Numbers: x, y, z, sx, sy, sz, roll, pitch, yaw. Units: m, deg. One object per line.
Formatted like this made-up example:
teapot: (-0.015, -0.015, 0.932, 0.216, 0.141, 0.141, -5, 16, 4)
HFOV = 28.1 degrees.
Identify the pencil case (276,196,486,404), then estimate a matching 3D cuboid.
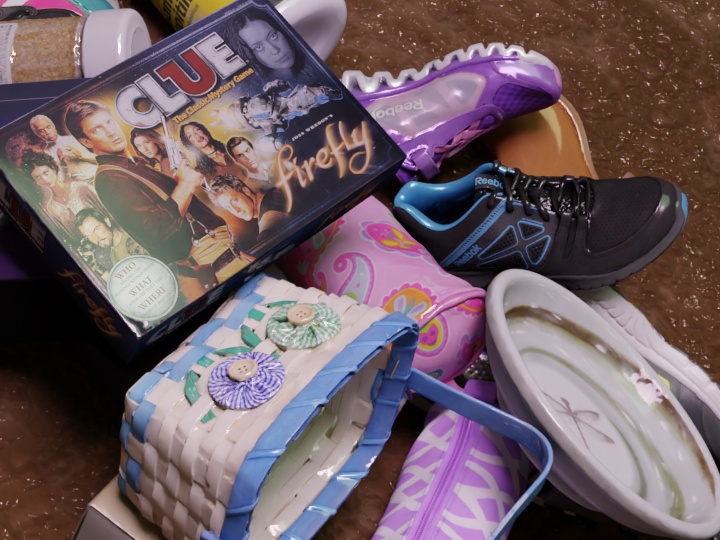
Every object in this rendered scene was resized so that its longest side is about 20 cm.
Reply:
pencil case: (0.000, 0.000, 0.933, 0.087, 0.088, 0.200, -19, 45, -34)

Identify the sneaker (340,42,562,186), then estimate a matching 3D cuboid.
sneaker: (0.052, -0.106, 1.062, 0.199, 0.081, 0.089, -10, 65, 11)

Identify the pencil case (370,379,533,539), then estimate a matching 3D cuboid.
pencil case: (0.043, 0.163, 0.870, 0.084, 0.086, 0.200, 3, 40, 24)

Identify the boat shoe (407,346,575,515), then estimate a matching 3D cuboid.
boat shoe: (0.098, 0.088, 0.970, 0.200, 0.060, 0.072, 38, 47, 7)

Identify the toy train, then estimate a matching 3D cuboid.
toy train: (0.186, 0.155, 0.939, 0.199, 0.034, 0.046, 22, 43, -32)

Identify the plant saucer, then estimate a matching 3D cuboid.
plant saucer: (0.137, 0.090, 0.873, 0.200, 0.050, 0.200, 37, 24, -19)

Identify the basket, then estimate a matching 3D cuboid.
basket: (-0.019, 0.104, 0.757, 0.200, 0.139, 0.176, 31, 46, 13)

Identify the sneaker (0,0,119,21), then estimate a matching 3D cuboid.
sneaker: (-0.260, -0.158, 0.995, 0.199, 0.084, 0.121, 5, 43, -22)

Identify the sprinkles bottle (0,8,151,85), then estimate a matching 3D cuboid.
sprinkles bottle: (-0.235, -0.126, 0.917, 0.199, 0.068, 0.068, -3, 50, 9)

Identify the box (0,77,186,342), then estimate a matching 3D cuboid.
box: (-0.197, -0.035, 0.853, 0.199, 0.079, 0.142, -3, 57, 14)

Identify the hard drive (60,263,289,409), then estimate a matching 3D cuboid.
hard drive: (-0.145, -0.013, 0.896, 0.135, 0.042, 0.200, -39, 59, -10)

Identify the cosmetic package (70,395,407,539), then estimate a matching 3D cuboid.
cosmetic package: (-0.070, 0.121, 0.863, 0.105, 0.071, 0.200, 37, 48, 6)

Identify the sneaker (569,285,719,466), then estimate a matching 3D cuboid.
sneaker: (0.188, 0.078, 1.020, 0.200, 0.085, 0.074, 42, 3, -9)

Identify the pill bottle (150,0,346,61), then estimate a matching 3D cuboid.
pill bottle: (-0.110, -0.231, 1.095, 0.112, 0.112, 0.200, -27, 68, -37)

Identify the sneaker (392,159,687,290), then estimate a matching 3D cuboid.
sneaker: (0.115, -0.033, 0.960, 0.199, 0.082, 0.073, -10, 46, 24)

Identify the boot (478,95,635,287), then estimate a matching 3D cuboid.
boot: (0.117, -0.055, 1.094, 0.200, 0.077, 0.155, 46, 54, 5)

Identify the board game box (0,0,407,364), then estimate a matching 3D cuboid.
board game box: (-0.090, -0.058, 0.786, 0.200, 0.035, 0.136, -36, 80, -32)
